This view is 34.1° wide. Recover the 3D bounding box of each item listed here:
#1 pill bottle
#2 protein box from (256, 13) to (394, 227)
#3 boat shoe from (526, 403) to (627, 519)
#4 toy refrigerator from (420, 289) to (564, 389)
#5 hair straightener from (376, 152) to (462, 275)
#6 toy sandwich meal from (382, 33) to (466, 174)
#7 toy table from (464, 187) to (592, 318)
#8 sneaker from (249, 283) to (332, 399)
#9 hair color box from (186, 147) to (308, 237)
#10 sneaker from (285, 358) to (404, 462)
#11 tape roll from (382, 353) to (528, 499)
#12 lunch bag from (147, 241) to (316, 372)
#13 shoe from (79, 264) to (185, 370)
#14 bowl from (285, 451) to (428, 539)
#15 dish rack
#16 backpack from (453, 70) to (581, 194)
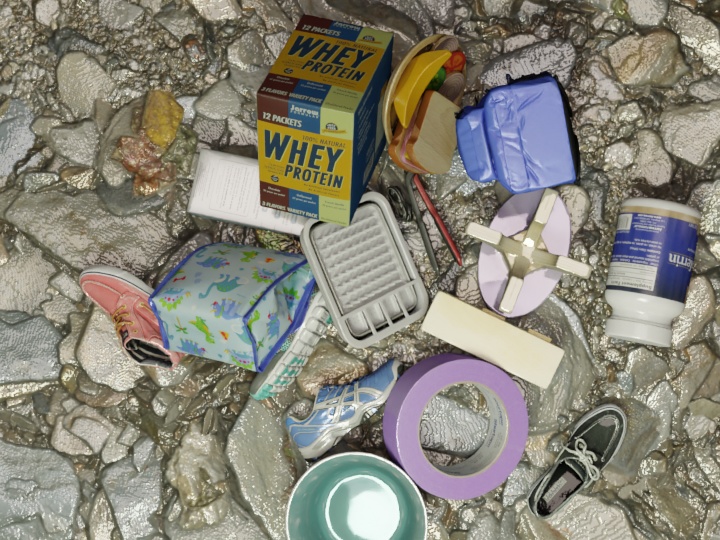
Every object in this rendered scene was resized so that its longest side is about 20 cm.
[{"bbox_3d":[0.414,0.003,1.680,0.116,0.116,0.200,11,87,3],"label":"pill bottle"},{"bbox_3d":[-0.047,-0.209,1.627,0.135,0.200,0.199,13,47,10],"label":"protein box"},{"bbox_3d":[0.313,0.275,1.689,0.199,0.068,0.074,-44,86,-1],"label":"boat shoe"},{"bbox_3d":[0.191,0.095,1.701,0.200,0.076,0.070,26,92,5],"label":"toy refrigerator"},{"bbox_3d":[0.076,-0.082,1.737,0.077,0.041,0.200,-26,86,0],"label":"hair straightener"},{"bbox_3d":[0.105,-0.236,1.676,0.070,0.205,0.205,27,87,33],"label":"toy sandwich meal"},{"bbox_3d":[0.238,-0.029,1.690,0.184,0.117,0.200,9,88,3],"label":"toy table"},{"bbox_3d":[-0.113,0.095,1.729,0.091,0.078,0.200,31,84,20],"label":"sneaker"},{"bbox_3d":[-0.146,-0.111,1.740,0.200,0.061,0.099,12,87,4],"label":"hair color box"},{"bbox_3d":[-0.021,0.191,1.706,0.200,0.076,0.077,-40,90,-2],"label":"sneaker"},{"bbox_3d":[0.135,0.221,1.670,0.200,0.066,0.200,-2,96,-17],"label":"tape roll"},{"bbox_3d":[-0.172,0.035,1.666,0.170,0.128,0.200,11,44,23],"label":"lunch bag"},{"bbox_3d":[-0.335,0.069,1.712,0.200,0.091,0.072,28,133,1],"label":"shoe"},{"bbox_3d":[0.000,0.354,1.676,0.200,0.105,0.201,0,88,7],"label":"bowl"},{"bbox_3d":[0.000,0.000,1.693,0.172,0.044,0.200,-26,96,-37],"label":"dish rack"},{"bbox_3d":[0.220,-0.198,1.659,0.168,0.200,0.163,-6,101,9],"label":"backpack"}]
